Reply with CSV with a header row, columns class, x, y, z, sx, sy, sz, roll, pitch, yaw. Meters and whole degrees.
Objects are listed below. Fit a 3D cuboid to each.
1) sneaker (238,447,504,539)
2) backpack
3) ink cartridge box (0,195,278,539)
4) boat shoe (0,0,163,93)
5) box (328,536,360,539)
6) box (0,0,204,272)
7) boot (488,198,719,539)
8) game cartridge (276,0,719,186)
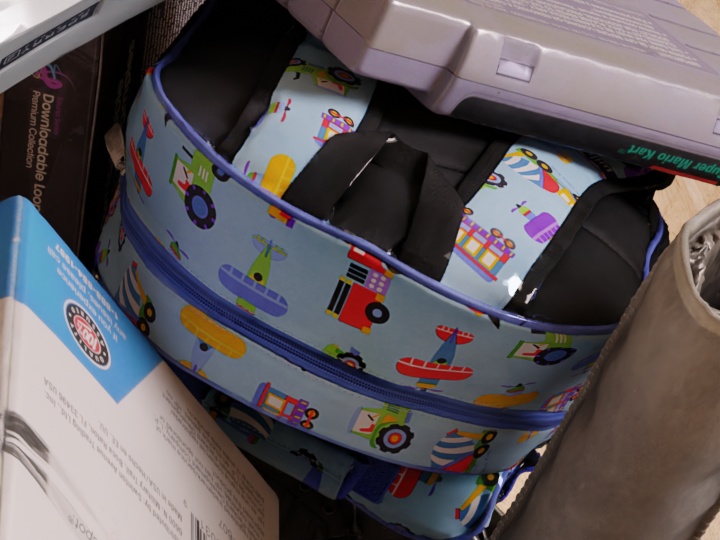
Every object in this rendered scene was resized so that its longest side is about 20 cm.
class,x,y,z,sx,sy,sz,roll,pitch,yaw
sneaker,-0.008,0.073,1.031,0.200,0.104,0.060,55,29,-35
backpack,0.000,0.000,0.920,0.182,0.135,0.200,29,18,-1
ink cartridge box,-0.089,0.104,0.793,0.146,0.084,0.200,54,22,-36
boat shoe,-0.129,-0.091,0.834,0.091,0.200,0.071,55,-29,6
box,0.006,0.206,0.936,0.143,0.036,0.200,76,6,-49
box,-0.078,-0.100,1.006,0.200,0.036,0.143,-71,172,-57
boot,0.059,0.083,0.823,0.073,0.200,0.182,38,37,1
game cartridge,0.046,-0.079,0.937,0.200,0.038,0.130,12,28,-41
